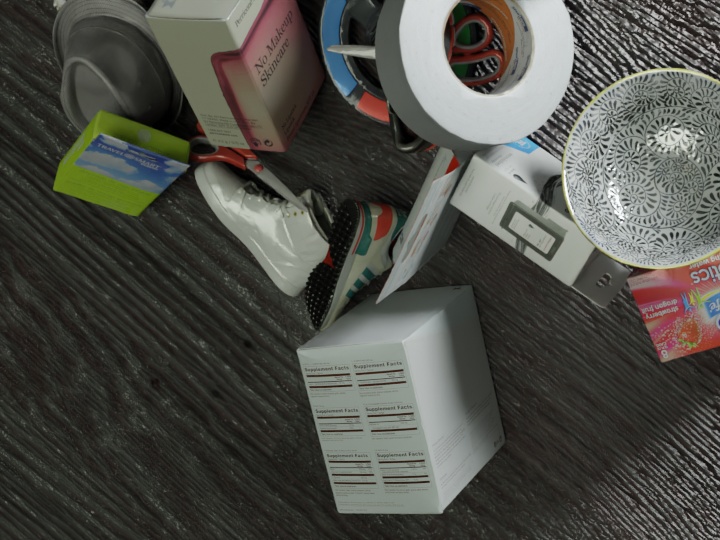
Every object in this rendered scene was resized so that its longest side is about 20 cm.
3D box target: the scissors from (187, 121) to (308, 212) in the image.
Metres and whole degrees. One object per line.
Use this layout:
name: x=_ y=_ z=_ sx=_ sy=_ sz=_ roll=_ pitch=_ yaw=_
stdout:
scissors: x=-0.127 y=-0.133 z=1.563 sx=0.198 sy=0.073 sz=0.014 roll=25 pitch=148 yaw=22

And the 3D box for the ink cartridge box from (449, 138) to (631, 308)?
ink cartridge box: x=0.208 y=-0.058 z=1.376 sx=0.199 sy=0.116 sz=0.068 roll=36 pitch=123 yaw=12

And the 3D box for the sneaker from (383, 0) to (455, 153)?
sneaker: x=0.056 y=-0.217 z=1.348 sx=0.076 sy=0.082 sz=0.203 roll=-1 pitch=109 yaw=20

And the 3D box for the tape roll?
tape roll: x=0.116 y=-0.225 z=1.310 sx=0.066 sy=0.198 sz=0.203 roll=1 pitch=114 yaw=68

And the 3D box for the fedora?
fedora: x=-0.309 y=-0.229 z=1.579 sx=0.174 sy=0.091 sz=0.202 roll=6 pitch=135 yaw=18

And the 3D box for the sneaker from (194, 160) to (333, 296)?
sneaker: x=-0.104 y=-0.080 z=1.577 sx=0.115 sy=0.074 sz=0.200 roll=-40 pitch=93 yaw=30

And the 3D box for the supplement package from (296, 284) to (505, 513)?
supplement package: x=0.051 y=0.147 z=1.494 sx=0.145 sy=0.191 sz=0.203 roll=-6 pitch=104 yaw=31

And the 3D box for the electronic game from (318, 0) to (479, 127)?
electronic game: x=0.041 y=-0.259 z=1.441 sx=0.197 sy=0.042 sz=0.203 roll=10 pitch=112 yaw=25

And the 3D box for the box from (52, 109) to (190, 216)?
box: x=-0.293 y=-0.132 z=1.590 sx=0.120 sy=0.048 sz=0.199 roll=18 pitch=156 yaw=-24

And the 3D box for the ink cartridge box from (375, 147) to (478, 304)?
ink cartridge box: x=0.070 y=-0.069 z=1.399 sx=0.047 sy=0.200 sz=0.162 roll=32 pitch=120 yaw=12

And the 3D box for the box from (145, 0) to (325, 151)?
box: x=-0.133 y=-0.249 z=1.441 sx=0.107 sy=0.129 sz=0.201 roll=9 pitch=146 yaw=26

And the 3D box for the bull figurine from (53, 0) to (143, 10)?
bull figurine: x=-0.322 y=-0.384 z=1.580 sx=0.197 sy=0.065 sz=0.124 roll=0 pitch=95 yaw=32

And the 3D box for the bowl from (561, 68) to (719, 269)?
bowl: x=0.308 y=-0.092 z=1.303 sx=0.197 sy=0.094 sz=0.204 roll=-4 pitch=78 yaw=19

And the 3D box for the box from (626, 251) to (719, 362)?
box: x=0.386 y=0.009 z=1.313 sx=0.198 sy=0.095 sz=0.101 roll=-20 pitch=99 yaw=33

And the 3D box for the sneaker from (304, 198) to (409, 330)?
sneaker: x=0.000 y=-0.001 z=1.532 sx=0.071 sy=0.092 sz=0.201 roll=-113 pitch=33 yaw=-41

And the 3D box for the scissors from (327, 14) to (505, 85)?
scissors: x=0.060 y=-0.227 z=1.403 sx=0.197 sy=0.014 sz=0.074 roll=-8 pitch=108 yaw=21
